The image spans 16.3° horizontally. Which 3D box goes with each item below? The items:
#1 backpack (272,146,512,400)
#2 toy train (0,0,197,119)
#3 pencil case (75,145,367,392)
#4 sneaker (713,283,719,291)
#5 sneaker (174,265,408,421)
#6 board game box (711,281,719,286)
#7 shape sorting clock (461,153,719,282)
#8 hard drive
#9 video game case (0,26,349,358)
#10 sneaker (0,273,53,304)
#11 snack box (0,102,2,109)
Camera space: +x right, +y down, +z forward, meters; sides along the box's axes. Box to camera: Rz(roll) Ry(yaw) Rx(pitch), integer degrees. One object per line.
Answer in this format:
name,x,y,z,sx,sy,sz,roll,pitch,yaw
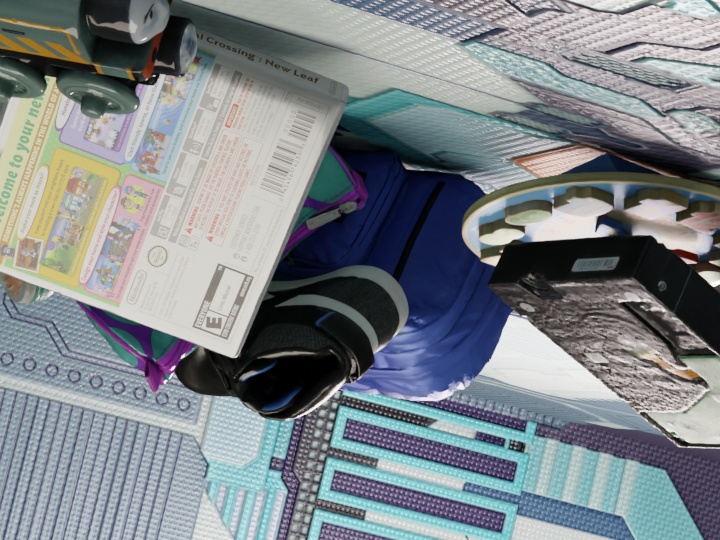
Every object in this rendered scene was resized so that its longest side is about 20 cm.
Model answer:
backpack,0.000,0.000,1.756,0.199,0.163,0.168,13,154,25
toy train,-0.184,-0.140,1.297,0.199,0.086,0.114,12,164,12
pencil case,-0.088,-0.017,1.644,0.092,0.200,0.085,42,172,33
sneaker,0.281,0.030,1.665,0.081,0.076,0.199,-15,166,41
sneaker,-0.072,0.058,1.663,0.199,0.073,0.112,-20,-162,39
board game box,0.213,-0.005,1.758,0.134,0.028,0.200,13,168,7
shape sorting clock,0.163,-0.020,1.599,0.199,0.039,0.200,1,158,0
hard drive,0.192,0.047,1.580,0.200,0.038,0.139,39,156,-28
video game case,-0.123,-0.056,1.454,0.181,0.201,0.022,20,-144,-6
sneaker,-0.225,-0.054,1.840,0.079,0.201,0.072,6,134,-18
snack box,-0.165,-0.089,1.515,0.199,0.117,0.037,14,172,-1
